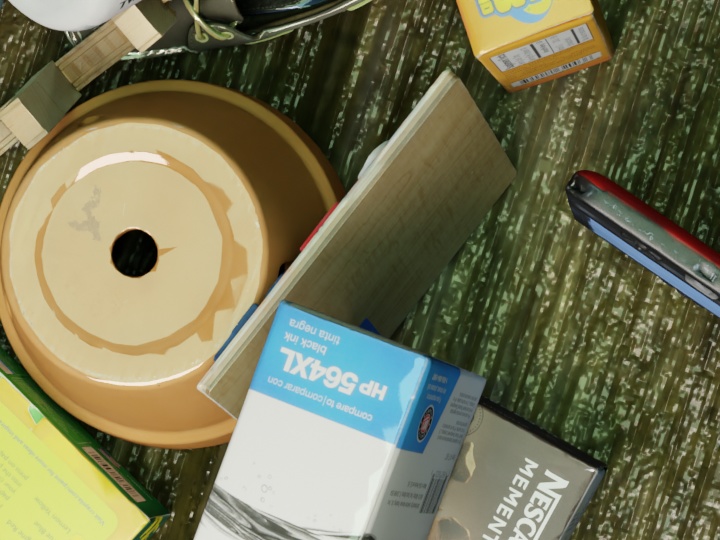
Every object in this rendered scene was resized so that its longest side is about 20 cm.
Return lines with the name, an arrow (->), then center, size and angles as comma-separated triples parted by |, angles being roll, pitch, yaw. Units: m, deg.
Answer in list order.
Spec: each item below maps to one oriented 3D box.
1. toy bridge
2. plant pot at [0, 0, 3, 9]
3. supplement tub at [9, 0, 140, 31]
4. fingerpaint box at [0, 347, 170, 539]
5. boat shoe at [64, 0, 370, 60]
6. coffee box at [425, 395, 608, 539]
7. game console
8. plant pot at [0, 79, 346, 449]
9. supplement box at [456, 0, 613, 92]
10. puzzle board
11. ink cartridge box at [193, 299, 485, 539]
toy bridge -> -0.169, -0.090, 1.474 | 0.200, 0.067, 0.027 | -36, 100, 23
plant pot -> -0.299, -0.137, 1.459 | 0.200, 0.196, 0.196 | -44, 84, -10
supplement tub -> -0.100, -0.215, 1.407 | 0.200, 0.123, 0.123 | -35, 83, -32
fingerpaint box -> -0.232, 0.124, 1.492 | 0.200, 0.073, 0.167 | 43, 92, 7
boat shoe -> -0.066, -0.156, 1.484 | 0.201, 0.060, 0.072 | -17, 113, 5
coffee box -> 0.034, 0.163, 1.457 | 0.113, 0.080, 0.201 | 29, 91, 10
game console -> 0.150, 0.048, 1.389 | 0.172, 0.200, 0.119 | 34, 90, 6
plant pot -> -0.106, -0.005, 1.451 | 0.199, 0.140, 0.201 | 0, 89, 6
supplement box -> 0.086, -0.137, 1.404 | 0.069, 0.200, 0.067 | -19, 85, 5
puzzle board -> 0.000, 0.000, 1.425 | 0.017, 0.151, 0.200 | 37, 85, 22
ink cartridge box -> -0.021, 0.127, 1.354 | 0.084, 0.146, 0.201 | 21, 88, 14
